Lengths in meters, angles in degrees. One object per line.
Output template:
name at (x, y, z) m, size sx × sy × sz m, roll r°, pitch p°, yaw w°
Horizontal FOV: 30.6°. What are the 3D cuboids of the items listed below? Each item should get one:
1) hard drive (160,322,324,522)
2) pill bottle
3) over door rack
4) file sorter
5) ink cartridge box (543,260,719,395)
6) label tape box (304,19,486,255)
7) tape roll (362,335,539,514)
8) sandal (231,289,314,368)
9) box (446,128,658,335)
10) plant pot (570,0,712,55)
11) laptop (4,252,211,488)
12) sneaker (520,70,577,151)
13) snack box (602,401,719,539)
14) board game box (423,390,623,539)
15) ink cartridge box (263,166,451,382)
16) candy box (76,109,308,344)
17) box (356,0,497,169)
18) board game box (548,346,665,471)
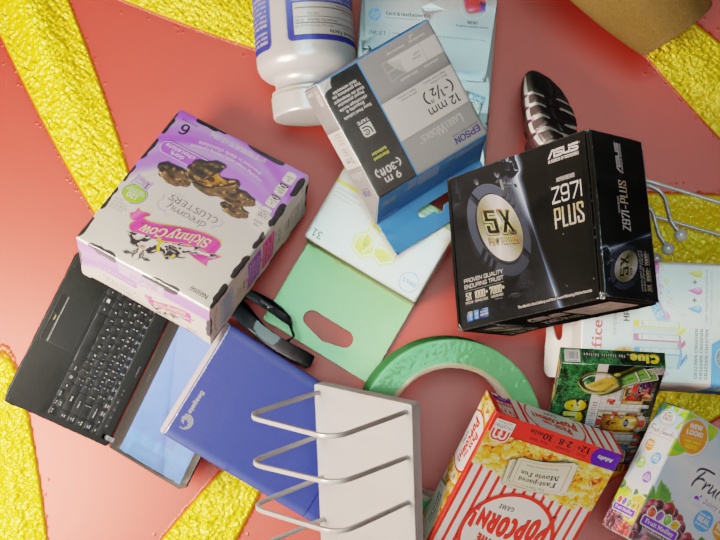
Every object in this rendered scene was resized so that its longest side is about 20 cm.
hard drive at (-0.094, 0.164, 1.399) m, size 0.199 × 0.025 × 0.133 m, roll 34°, pitch 84°, yaw -19°
pill bottle at (-0.062, -0.266, 1.445) m, size 0.111 × 0.112 × 0.203 m, roll -4°, pitch 84°, yaw 1°
over door rack at (0.353, -0.047, 1.389) m, size 0.197 × 0.148 × 0.067 m, roll 5°, pitch 81°, yaw 3°
file sorter at (-0.027, 0.231, 1.318) m, size 0.138 × 0.124 × 0.203 m, roll 7°, pitch 103°, yaw 43°
ink cartridge box at (0.297, 0.060, 1.389) m, size 0.197 × 0.125 × 0.130 m, roll 2°, pitch 83°, yaw 1°
label tape box at (0.053, -0.139, 1.385) m, size 0.142 × 0.066 × 0.201 m, roll -31°, pitch 96°, yaw -14°
tape roll at (0.092, 0.171, 1.402) m, size 0.198 × 0.048 × 0.203 m, roll 0°, pitch 92°, yaw -7°
sandal at (-0.126, 0.033, 1.426) m, size 0.200 × 0.076 × 0.043 m, roll 40°, pitch 86°, yaw 8°
box at (0.188, -0.032, 1.318) m, size 0.085 × 0.199 × 0.166 m, roll 7°, pitch 75°, yaw -40°
plant pot at (0.287, -0.341, 1.423) m, size 0.186 × 0.186 × 0.201 m, roll -36°, pitch 96°, yaw -3°
laptop at (-0.246, 0.106, 1.405) m, size 0.199 × 0.103 × 0.179 m, roll 29°, pitch 83°, yaw -22°
sneaker at (0.184, -0.116, 1.444) m, size 0.115 × 0.075 × 0.202 m, roll -37°, pitch 50°, yaw 36°
snack box at (0.363, 0.244, 1.361) m, size 0.199 × 0.053 × 0.143 m, roll 30°, pitch 83°, yaw -24°
board game box at (0.156, 0.237, 1.350) m, size 0.150 × 0.046 × 0.202 m, roll 19°, pitch 110°, yaw -16°
ink cartridge box at (0.000, 0.000, 1.445) m, size 0.145 × 0.048 × 0.201 m, roll 30°, pitch 83°, yaw 5°
candy box at (-0.175, -0.049, 1.396) m, size 0.167 × 0.072 × 0.201 m, roll 27°, pitch 59°, yaw 11°
box at (0.070, -0.216, 1.471) m, size 0.154 × 0.041 × 0.203 m, roll 4°, pitch 85°, yaw 1°
board game box at (0.245, 0.146, 1.353) m, size 0.103 × 0.201 × 0.024 m, roll 4°, pitch 52°, yaw 4°
